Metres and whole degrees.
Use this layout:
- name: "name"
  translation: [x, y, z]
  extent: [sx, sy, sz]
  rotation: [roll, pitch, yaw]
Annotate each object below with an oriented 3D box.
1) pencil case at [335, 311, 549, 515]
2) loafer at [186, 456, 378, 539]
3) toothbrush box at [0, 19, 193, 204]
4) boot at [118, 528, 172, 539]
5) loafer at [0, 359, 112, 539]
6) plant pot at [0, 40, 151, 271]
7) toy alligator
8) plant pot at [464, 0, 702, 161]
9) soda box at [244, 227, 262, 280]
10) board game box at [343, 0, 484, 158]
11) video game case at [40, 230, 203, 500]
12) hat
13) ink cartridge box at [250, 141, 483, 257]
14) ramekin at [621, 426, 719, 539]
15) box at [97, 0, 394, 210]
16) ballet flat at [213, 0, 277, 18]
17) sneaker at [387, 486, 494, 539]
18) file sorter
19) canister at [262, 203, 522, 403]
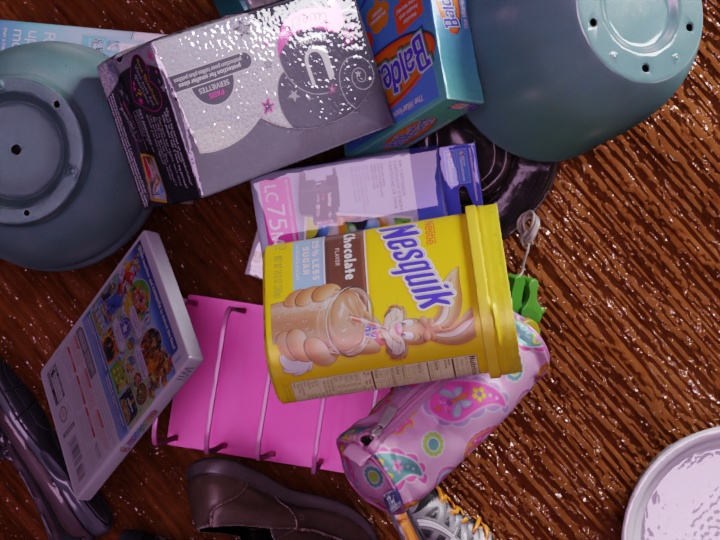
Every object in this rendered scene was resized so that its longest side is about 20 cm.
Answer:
- name: "pencil case"
  translation: [0.068, 0.114, 1.331]
  extent: [0.200, 0.087, 0.088]
  rotation: [-40, 87, -22]
- name: "loafer"
  translation: [-0.073, 0.230, 1.403]
  extent: [0.199, 0.073, 0.072]
  rotation: [26, 58, -26]
- name: "toothbrush box"
  translation: [-0.246, -0.142, 1.450]
  extent: [0.198, 0.085, 0.148]
  rotation: [6, 90, 3]
- name: "boot"
  translation: [-0.150, 0.340, 1.438]
  extent: [0.166, 0.076, 0.202]
  rotation: [9, 84, 8]
- name: "loafer"
  translation: [-0.306, 0.170, 1.458]
  extent: [0.063, 0.072, 0.201]
  rotation: [-36, 90, 7]
- name: "plant pot"
  translation: [-0.275, -0.098, 1.343]
  extent: [0.198, 0.134, 0.203]
  rotation: [0, 92, 4]
- name: "toy alligator"
  translation: [0.142, 0.049, 1.439]
  extent: [0.054, 0.059, 0.202]
  rotation: [18, 89, -38]
- name: "plant pot"
  translation: [0.191, -0.203, 1.345]
  extent: [0.199, 0.161, 0.203]
  rotation: [2, 84, -24]
- name: "soda box"
  translation: [0.000, 0.000, 1.441]
  extent: [0.198, 0.064, 0.069]
  rotation: [17, 90, 5]
- name: "board game box"
  translation: [0.030, -0.212, 1.385]
  extent: [0.045, 0.152, 0.202]
  rotation: [1, 72, -36]
- name: "video game case"
  translation: [-0.212, 0.084, 1.395]
  extent: [0.200, 0.018, 0.144]
  rotation: [-50, 48, 31]
- name: "hat"
  translation: [0.082, -0.117, 1.429]
  extent: [0.198, 0.081, 0.203]
  rotation: [0, 89, 5]
- name: "ink cartridge box"
  translation: [0.010, -0.040, 1.384]
  extent: [0.198, 0.042, 0.121]
  rotation: [-8, 97, 2]
- name: "ramekin"
  translation: [0.324, 0.233, 1.399]
  extent: [0.198, 0.098, 0.203]
  rotation: [0, 89, 4]
- name: "box"
  translation: [-0.093, -0.146, 1.320]
  extent: [0.199, 0.114, 0.133]
  rotation: [-23, 99, -32]
- name: "ballet flat"
  translation: [-0.078, -0.209, 1.457]
  extent: [0.071, 0.072, 0.202]
  rotation: [-26, 90, 3]
- name: "sneaker"
  translation: [0.078, 0.238, 1.424]
  extent: [0.077, 0.078, 0.201]
  rotation: [-30, 104, -2]
- name: "file sorter"
  translation: [-0.075, 0.104, 1.413]
  extent: [0.198, 0.125, 0.141]
  rotation: [8, 89, 4]
- name: "canister"
  translation: [0.024, 0.029, 1.300]
  extent: [0.198, 0.087, 0.150]
  rotation: [-9, 47, 5]
